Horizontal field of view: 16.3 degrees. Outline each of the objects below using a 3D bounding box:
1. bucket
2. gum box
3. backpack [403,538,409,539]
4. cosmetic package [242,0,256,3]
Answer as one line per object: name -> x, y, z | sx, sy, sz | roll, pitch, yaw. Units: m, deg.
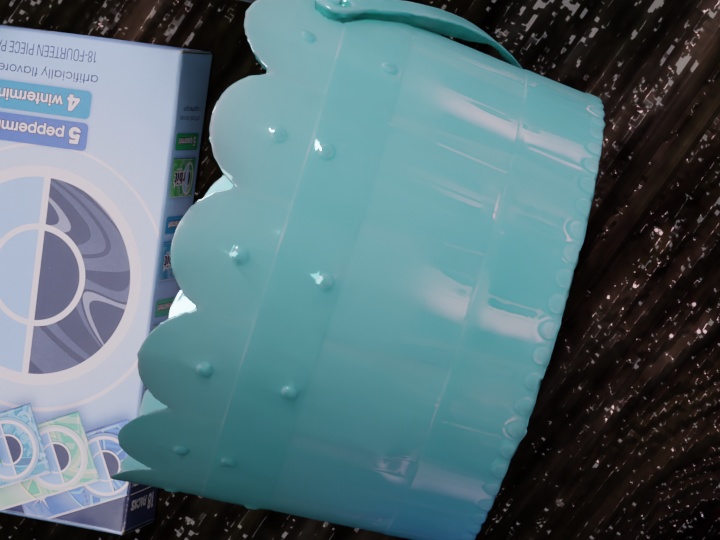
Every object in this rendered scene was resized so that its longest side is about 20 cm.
bucket -> 0.000, 0.000, 0.926 | 0.135, 0.207, 0.207 | 17, 97, -3
gum box -> -0.159, -0.004, 1.050 | 0.170, 0.045, 0.200 | 9, 96, 13
backpack -> 0.044, 0.192, 0.928 | 0.168, 0.200, 0.163 | 14, 95, 13
cosmetic package -> 0.030, -0.168, 0.965 | 0.200, 0.101, 0.071 | -19, 89, 15
